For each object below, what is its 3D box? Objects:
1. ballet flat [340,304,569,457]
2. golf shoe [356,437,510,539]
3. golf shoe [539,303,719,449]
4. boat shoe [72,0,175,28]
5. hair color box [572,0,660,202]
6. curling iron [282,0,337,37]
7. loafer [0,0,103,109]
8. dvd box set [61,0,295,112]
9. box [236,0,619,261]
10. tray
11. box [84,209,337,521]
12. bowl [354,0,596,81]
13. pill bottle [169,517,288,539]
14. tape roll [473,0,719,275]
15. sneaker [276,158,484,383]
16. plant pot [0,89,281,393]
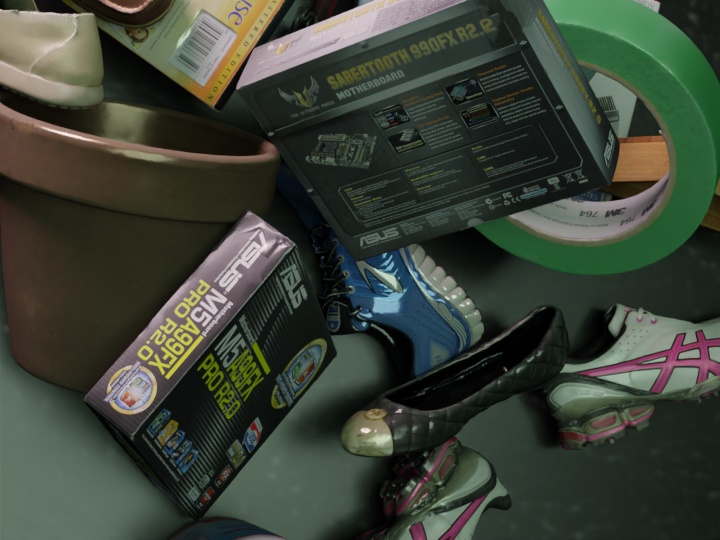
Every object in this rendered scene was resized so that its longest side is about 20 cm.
[{"bbox_3d":[0.066,0.079,1.170,0.199,0.066,0.057,-24,124,-29],"label":"ballet flat"},{"bbox_3d":[0.034,0.216,1.178,0.092,0.073,0.201,39,77,-13],"label":"golf shoe"},{"bbox_3d":[0.230,0.062,1.254,0.199,0.073,0.093,-21,92,-17],"label":"golf shoe"},{"bbox_3d":[-0.200,-0.236,1.056,0.072,0.068,0.200,-43,86,4],"label":"boat shoe"},{"bbox_3d":[0.146,-0.122,1.245,0.110,0.064,0.202,17,81,-15],"label":"hair color box"},{"bbox_3d":[-0.011,-0.231,1.179,0.025,0.050,0.201,26,104,2],"label":"curling iron"},{"bbox_3d":[-0.252,-0.168,1.091,0.199,0.076,0.069,22,101,12],"label":"loafer"},{"bbox_3d":[-0.135,-0.223,1.099,0.199,0.029,0.147,34,93,5],"label":"dvd box set"},{"bbox_3d":[0.043,-0.100,1.052,0.159,0.199,0.049,55,34,-28],"label":"box"},{"bbox_3d":[0.263,-0.060,1.221,0.199,0.098,0.037,14,83,-39],"label":"tray"},{"bbox_3d":[-0.093,0.070,1.094,0.044,0.200,0.160,36,75,19],"label":"box"},{"bbox_3d":[0.085,-0.209,1.168,0.199,0.105,0.203,-2,79,9],"label":"bowl"},{"bbox_3d":[-0.076,0.226,1.085,0.108,0.200,0.110,1,87,-17],"label":"pill bottle"},{"bbox_3d":[0.144,-0.090,1.098,0.200,0.200,0.048,41,43,-10],"label":"tape roll"},{"bbox_3d":[0.000,0.000,1.186,0.089,0.078,0.200,-44,99,-17],"label":"sneaker"},{"bbox_3d":[-0.166,-0.016,1.094,0.198,0.200,0.176,10,102,-16],"label":"plant pot"}]
